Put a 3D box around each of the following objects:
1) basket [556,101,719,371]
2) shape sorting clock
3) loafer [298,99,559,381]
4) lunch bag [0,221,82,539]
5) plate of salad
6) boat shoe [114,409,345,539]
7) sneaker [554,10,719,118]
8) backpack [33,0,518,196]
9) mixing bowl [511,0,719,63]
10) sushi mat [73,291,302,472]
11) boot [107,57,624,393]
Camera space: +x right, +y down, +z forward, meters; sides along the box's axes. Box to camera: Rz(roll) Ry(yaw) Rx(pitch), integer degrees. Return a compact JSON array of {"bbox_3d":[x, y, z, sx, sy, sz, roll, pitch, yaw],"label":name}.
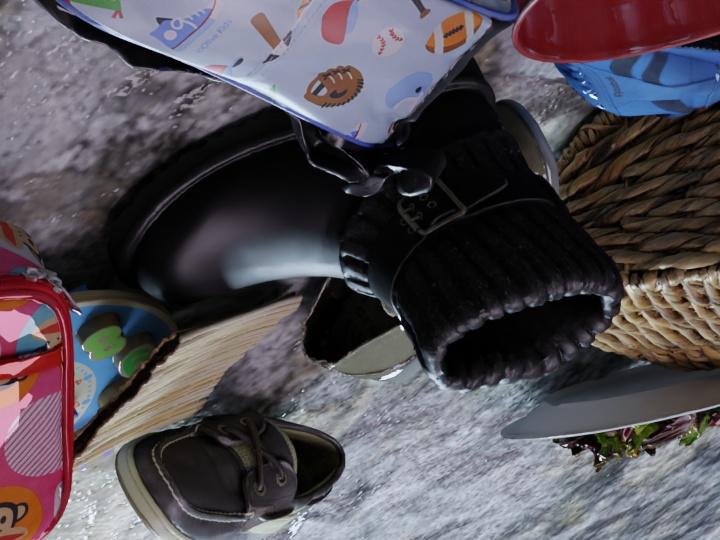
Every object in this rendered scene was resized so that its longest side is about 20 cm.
[{"bbox_3d":[0.181,-0.036,1.392,0.142,0.150,0.200,-7,163,27],"label":"basket"},{"bbox_3d":[-0.177,0.076,1.212,0.199,0.039,0.200,-28,160,-11],"label":"shape sorting clock"},{"bbox_3d":[0.032,-0.006,1.272,0.069,0.075,0.200,-12,146,-42],"label":"loafer"},{"bbox_3d":[-0.222,0.049,1.063,0.199,0.082,0.177,-9,126,-21],"label":"lunch bag"},{"bbox_3d":[0.184,0.086,1.518,0.199,0.048,0.200,-13,-177,1],"label":"plate of salad"},{"bbox_3d":[-0.065,0.105,1.336,0.066,0.072,0.201,-34,166,15],"label":"boat shoe"},{"bbox_3d":[0.119,-0.107,1.209,0.078,0.066,0.200,-42,151,26],"label":"sneaker"},{"bbox_3d":[-0.046,-0.144,0.862,0.190,0.200,0.154,8,128,-42],"label":"backpack"},{"bbox_3d":[0.143,-0.176,1.048,0.199,0.109,0.200,-16,168,-3],"label":"mixing bowl"},{"bbox_3d":[-0.088,0.054,1.224,0.096,0.012,0.200,-48,173,14],"label":"sushi mat"},{"bbox_3d":[0.000,-0.001,1.154,0.211,0.158,0.080,-26,150,-2],"label":"boot"}]
